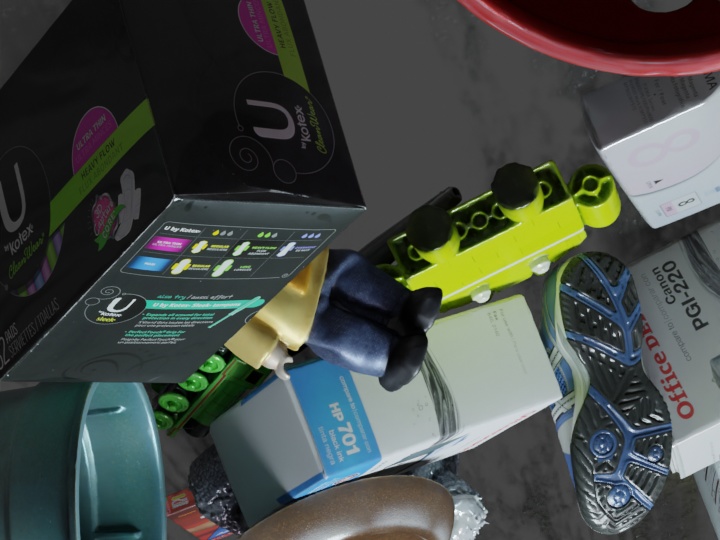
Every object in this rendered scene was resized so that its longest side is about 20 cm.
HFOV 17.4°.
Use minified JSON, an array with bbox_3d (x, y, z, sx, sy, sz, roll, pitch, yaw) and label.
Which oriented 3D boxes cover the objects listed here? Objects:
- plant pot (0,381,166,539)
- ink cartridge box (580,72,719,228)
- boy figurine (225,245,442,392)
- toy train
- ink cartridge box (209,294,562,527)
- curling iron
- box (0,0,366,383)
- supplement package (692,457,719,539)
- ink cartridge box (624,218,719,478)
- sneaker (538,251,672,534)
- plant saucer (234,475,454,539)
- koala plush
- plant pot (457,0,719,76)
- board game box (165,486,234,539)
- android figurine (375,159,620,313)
[{"bbox_3d":[-0.249,0.165,1.563,0.196,0.200,0.200,-4,159,12],"label":"plant pot"},{"bbox_3d":[0.257,-0.106,1.532,0.200,0.057,0.163,-19,157,14],"label":"ink cartridge box"},{"bbox_3d":[-0.050,0.000,1.466,0.200,0.124,0.064,26,161,-13],"label":"boy figurine"},{"bbox_3d":[-0.092,0.063,1.635,0.056,0.042,0.200,23,141,-16],"label":"toy train"},{"bbox_3d":[0.016,0.097,1.647,0.200,0.086,0.146,-15,168,-29],"label":"ink cartridge box"},{"bbox_3d":[0.000,0.000,1.608,0.200,0.026,0.050,-44,168,36],"label":"curling iron"},{"bbox_3d":[-0.114,-0.047,1.262,0.124,0.149,0.200,2,149,-37],"label":"box"},{"bbox_3d":[0.336,0.085,1.814,0.191,0.200,0.147,-17,156,-1],"label":"supplement package"},{"bbox_3d":[0.283,0.038,1.712,0.200,0.146,0.085,-28,156,2],"label":"ink cartridge box"},{"bbox_3d":[0.169,0.085,1.662,0.076,0.200,0.077,-6,-178,-16],"label":"sneaker"},{"bbox_3d":[-0.020,0.214,1.656,0.200,0.032,0.200,-19,147,-13],"label":"plant saucer"},{"bbox_3d":[0.005,0.171,1.808,0.184,0.177,0.200,7,137,-43],"label":"koala plush"},{"bbox_3d":[0.124,-0.212,0.986,0.200,0.183,0.201,9,140,8],"label":"plant pot"},{"bbox_3d":[-0.055,0.172,1.946,0.200,0.019,0.103,-22,155,9],"label":"board game box"},{"bbox_3d":[0.088,-0.017,1.577,0.182,0.041,0.200,-26,163,2],"label":"android figurine"}]
